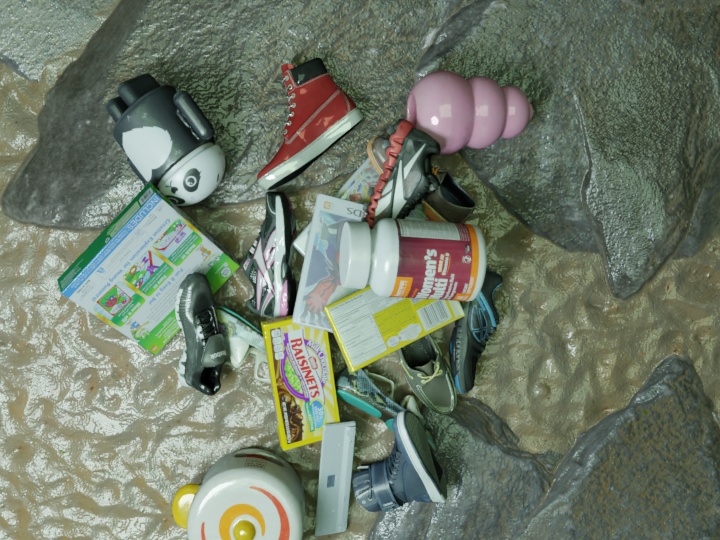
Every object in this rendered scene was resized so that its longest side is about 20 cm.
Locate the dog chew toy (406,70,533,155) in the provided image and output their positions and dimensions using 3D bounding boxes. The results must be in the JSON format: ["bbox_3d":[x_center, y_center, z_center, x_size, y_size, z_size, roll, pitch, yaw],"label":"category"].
[{"bbox_3d":[0.172,-0.244,1.173,0.194,0.124,0.129,-3,94,-11],"label":"dog chew toy"}]

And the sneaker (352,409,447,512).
[{"bbox_3d":[0.044,0.305,1.182,0.142,0.078,0.205,-12,128,15],"label":"sneaker"}]

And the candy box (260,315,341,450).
[{"bbox_3d":[-0.090,0.170,1.179,0.100,0.026,0.206,-12,102,-19],"label":"candy box"}]

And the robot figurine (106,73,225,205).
[{"bbox_3d":[-0.294,-0.194,1.145,0.124,0.150,0.202,-39,95,-13],"label":"robot figurine"}]

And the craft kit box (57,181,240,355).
[{"bbox_3d":[-0.314,0.003,1.145,0.200,0.049,0.198,-45,131,0],"label":"craft kit box"}]

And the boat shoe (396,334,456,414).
[{"bbox_3d":[0.098,0.146,1.220,0.071,0.060,0.205,-27,95,0],"label":"boat shoe"}]

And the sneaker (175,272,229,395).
[{"bbox_3d":[-0.237,0.104,1.161,0.066,0.089,0.205,-18,122,-42],"label":"sneaker"}]

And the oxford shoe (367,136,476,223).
[{"bbox_3d":[0.098,-0.150,1.184,0.198,0.073,0.072,37,57,-10],"label":"oxford shoe"}]

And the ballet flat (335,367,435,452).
[{"bbox_3d":[0.051,0.218,1.224,0.198,0.074,0.075,36,91,-8],"label":"ballet flat"}]

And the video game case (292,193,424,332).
[{"bbox_3d":[0.000,0.000,1.168,0.177,0.023,0.206,13,80,-9],"label":"video game case"}]

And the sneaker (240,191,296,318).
[{"bbox_3d":[-0.149,-0.023,1.192,0.084,0.080,0.207,0,88,8],"label":"sneaker"}]

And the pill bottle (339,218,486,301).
[{"bbox_3d":[0.072,-0.016,1.077,0.194,0.109,0.113,3,94,-11],"label":"pill bottle"}]

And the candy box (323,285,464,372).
[{"bbox_3d":[0.052,0.062,1.136,0.196,0.026,0.104,-24,83,-14],"label":"candy box"}]

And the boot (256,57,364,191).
[{"bbox_3d":[-0.111,-0.233,1.183,0.199,0.072,0.145,-41,95,-8],"label":"boot"}]

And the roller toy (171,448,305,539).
[{"bbox_3d":[-0.177,0.383,1.183,0.181,0.140,0.202,-35,94,0],"label":"roller toy"}]

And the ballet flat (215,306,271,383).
[{"bbox_3d":[-0.159,0.133,1.200,0.197,0.069,0.072,31,68,-7],"label":"ballet flat"}]

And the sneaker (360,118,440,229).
[{"bbox_3d":[0.064,-0.115,1.124,0.096,0.071,0.206,20,98,13],"label":"sneaker"}]

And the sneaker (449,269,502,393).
[{"bbox_3d":[0.186,0.097,1.216,0.079,0.073,0.206,3,94,-5],"label":"sneaker"}]

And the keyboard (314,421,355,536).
[{"bbox_3d":[-0.041,0.338,1.221,0.055,0.011,0.206,0,108,-17],"label":"keyboard"}]

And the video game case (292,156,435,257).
[{"bbox_3d":[0.020,-0.053,1.206,0.182,0.023,0.201,43,80,-5],"label":"video game case"}]
